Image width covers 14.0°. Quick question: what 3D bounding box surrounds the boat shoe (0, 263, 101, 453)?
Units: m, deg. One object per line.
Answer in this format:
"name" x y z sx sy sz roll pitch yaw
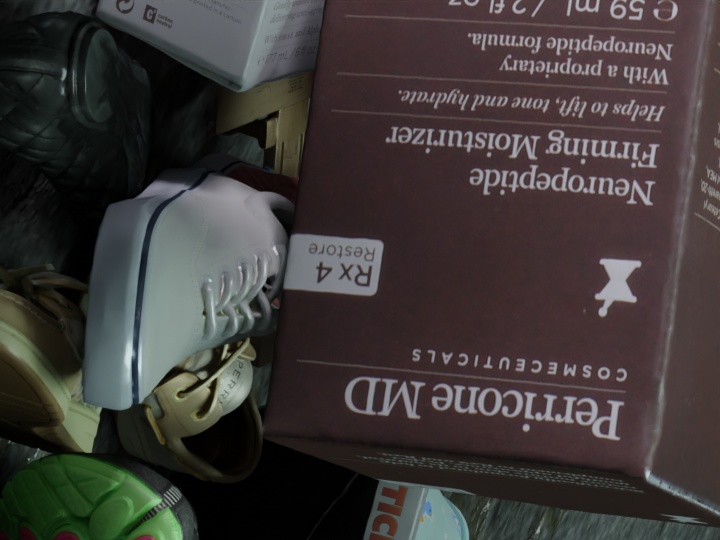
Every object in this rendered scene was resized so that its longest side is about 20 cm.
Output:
"boat shoe" -0.139 0.028 1.174 0.200 0.073 0.063 88 20 -78

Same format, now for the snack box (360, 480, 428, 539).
"snack box" 0.027 0.075 1.365 0.072 0.024 0.200 97 8 -64

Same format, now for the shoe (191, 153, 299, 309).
"shoe" 0.000 0.000 1.349 0.200 0.091 0.072 21 91 -59

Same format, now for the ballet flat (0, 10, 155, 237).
"ballet flat" -0.117 -0.060 1.171 0.200 0.057 0.067 72 26 -73

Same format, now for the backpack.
"backpack" -0.037 0.170 1.453 0.153 0.176 0.200 43 60 -39

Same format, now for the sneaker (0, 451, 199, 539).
"sneaker" -0.107 0.109 1.254 0.084 0.077 0.200 -27 178 -22

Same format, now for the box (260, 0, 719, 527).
"box" 0.076 -0.010 1.195 0.164 0.165 0.201 29 67 -66

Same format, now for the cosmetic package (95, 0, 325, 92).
"cosmetic package" -0.024 -0.185 1.189 0.113 0.081 0.200 -21 134 -58

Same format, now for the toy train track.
"toy train track" -0.045 -0.052 1.368 0.115 0.032 0.201 -25 127 -49

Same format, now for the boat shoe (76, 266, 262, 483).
"boat shoe" -0.080 0.042 1.350 0.074 0.069 0.200 -61 163 -18

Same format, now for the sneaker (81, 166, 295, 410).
"sneaker" -0.062 0.002 1.162 0.200 0.071 0.073 -65 161 -68
